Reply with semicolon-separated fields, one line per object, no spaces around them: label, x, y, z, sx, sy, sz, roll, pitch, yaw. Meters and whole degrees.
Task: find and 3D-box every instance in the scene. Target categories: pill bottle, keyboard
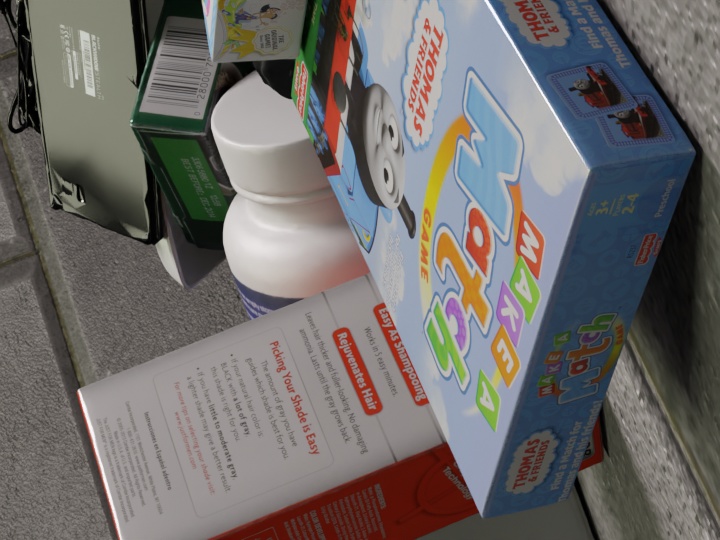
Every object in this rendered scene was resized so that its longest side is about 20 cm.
pill bottle;0.000;0.000;0.800;0.120;0.119;0.201;-118;7;-58
keyboard;-0.137;-0.115;0.832;0.103;0.040;0.202;22;130;26

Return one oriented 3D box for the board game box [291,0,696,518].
board game box;0.029;-0.048;0.523;0.152;0.036;0.201;101;152;-46

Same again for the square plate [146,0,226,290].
square plate;-0.102;-0.107;0.938;0.200;0.028;0.200;-49;-54;-69

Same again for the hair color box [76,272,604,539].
hair color box;-0.009;0.065;0.690;0.062;0.198;0.102;73;174;-49

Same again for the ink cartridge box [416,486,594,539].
ink cartridge box;0.033;0.142;0.881;0.200;0.144;0.088;-140;28;-81

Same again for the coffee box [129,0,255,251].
coffee box;-0.062;-0.127;0.854;0.123;0.043;0.202;73;-154;-61

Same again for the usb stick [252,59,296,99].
usb stick;-0.034;-0.169;0.695;0.056;0.032;0.202;60;-157;-69

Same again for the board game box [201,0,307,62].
board game box;-0.046;-0.197;0.597;0.135;0.034;0.202;106;157;-58
